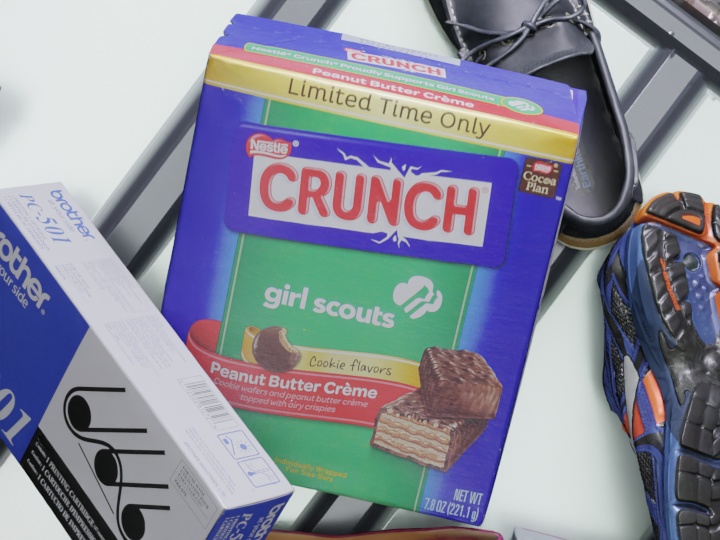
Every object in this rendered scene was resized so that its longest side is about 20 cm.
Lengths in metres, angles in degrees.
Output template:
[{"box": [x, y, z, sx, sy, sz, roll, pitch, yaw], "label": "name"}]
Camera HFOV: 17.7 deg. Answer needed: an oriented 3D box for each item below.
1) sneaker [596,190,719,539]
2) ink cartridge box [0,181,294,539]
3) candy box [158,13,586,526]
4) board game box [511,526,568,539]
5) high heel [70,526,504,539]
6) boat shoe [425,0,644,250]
[{"box": [0.154, 0.067, 1.084, 0.075, 0.078, 0.200, 1, 74, -22], "label": "sneaker"}, {"box": [-0.117, 0.062, 1.045, 0.200, 0.044, 0.094, 51, 129, 27], "label": "ink cartridge box"}, {"box": [0.000, 0.000, 1.060, 0.169, 0.077, 0.200, 12, 111, 1], "label": "candy box"}, {"box": [0.119, 0.238, 1.103, 0.147, 0.064, 0.200, 15, 89, 0], "label": "board game box"}, {"box": [-0.033, 0.126, 1.083, 0.200, 0.067, 0.096, 18, 121, -5], "label": "high heel"}, {"box": [0.081, -0.105, 1.100, 0.075, 0.062, 0.200, -22, 89, 2], "label": "boat shoe"}]
